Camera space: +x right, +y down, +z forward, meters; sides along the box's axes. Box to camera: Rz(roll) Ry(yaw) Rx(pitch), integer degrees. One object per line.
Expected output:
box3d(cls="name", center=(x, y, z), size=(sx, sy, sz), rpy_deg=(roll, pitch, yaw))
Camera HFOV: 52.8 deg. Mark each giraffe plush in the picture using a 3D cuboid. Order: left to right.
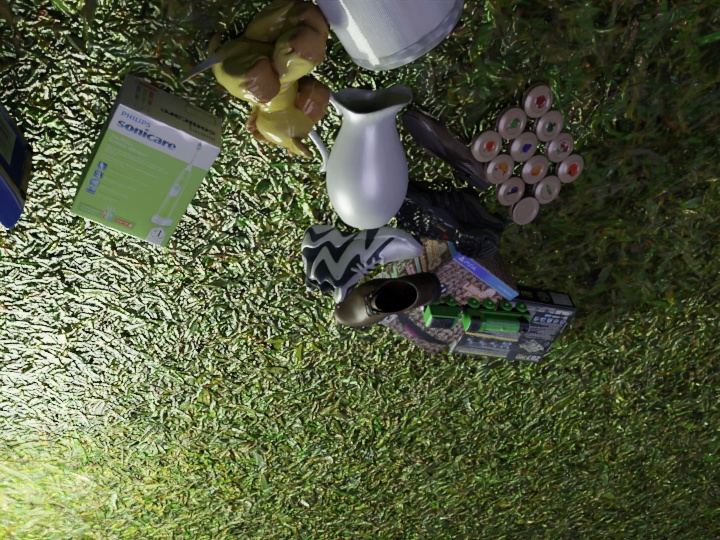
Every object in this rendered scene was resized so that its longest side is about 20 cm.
box3d(cls="giraffe plush", center=(-0.105, -0.231, 0.941), size=(0.199, 0.173, 0.162), rpy_deg=(-19, 134, 19))

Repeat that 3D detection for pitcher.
box3d(cls="pitcher", center=(-0.013, -0.171, 1.055), size=(0.170, 0.121, 0.201), rpy_deg=(13, 129, 15))

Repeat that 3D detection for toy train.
box3d(cls="toy train", center=(0.197, 0.077, 1.210), size=(0.198, 0.057, 0.042), rpy_deg=(5, 132, -14))

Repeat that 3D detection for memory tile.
box3d(cls="memory tile", center=(0.262, -0.174, 1.121), size=(0.153, 0.017, 0.200), rpy_deg=(-40, 129, 2))

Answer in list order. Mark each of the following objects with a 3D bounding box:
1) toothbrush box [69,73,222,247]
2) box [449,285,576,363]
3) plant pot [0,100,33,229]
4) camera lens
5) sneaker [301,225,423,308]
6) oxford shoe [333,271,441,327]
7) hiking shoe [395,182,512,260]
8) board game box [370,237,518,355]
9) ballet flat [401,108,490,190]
box3d(cls="toothbrush box", center=(-0.305, -0.150, 1.031), size=(0.145, 0.086, 0.200), rpy_deg=(21, 126, -26))
box3d(cls="box", center=(0.287, 0.102, 1.389), size=(0.198, 0.049, 0.162), rpy_deg=(8, 129, -17))
box3d(cls="plant pot", center=(-0.542, -0.143, 0.930), size=(0.179, 0.201, 0.201), rpy_deg=(-20, 133, 0))
box3d(cls="camera lens", center=(0.019, -0.352, 0.849), size=(0.159, 0.161, 0.200), rpy_deg=(-27, 131, 15))
box3d(cls="sneaker", center=(0.000, 0.000, 1.164), size=(0.197, 0.131, 0.080), rpy_deg=(5, 160, -2))
box3d(cls="oxford shoe", center=(0.026, 0.047, 1.181), size=(0.199, 0.073, 0.084), rpy_deg=(-22, 173, 32))
box3d(cls="hiking shoe", center=(0.139, -0.097, 1.154), size=(0.199, 0.101, 0.076), rpy_deg=(31, 145, 7))
box3d(cls="board game box", center=(0.142, 0.031, 1.265), size=(0.159, 0.097, 0.200), rpy_deg=(32, 121, -32))
box3d(cls="ballet flat", center=(0.137, -0.189, 1.095), size=(0.199, 0.067, 0.047), rpy_deg=(33, 88, -33))
